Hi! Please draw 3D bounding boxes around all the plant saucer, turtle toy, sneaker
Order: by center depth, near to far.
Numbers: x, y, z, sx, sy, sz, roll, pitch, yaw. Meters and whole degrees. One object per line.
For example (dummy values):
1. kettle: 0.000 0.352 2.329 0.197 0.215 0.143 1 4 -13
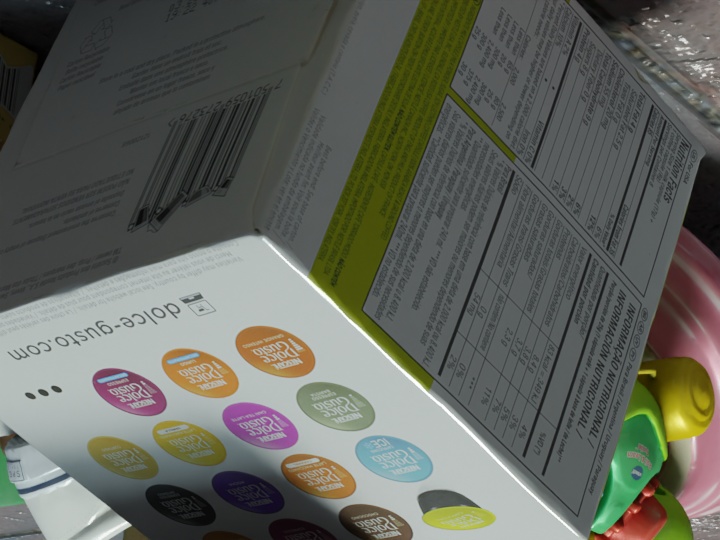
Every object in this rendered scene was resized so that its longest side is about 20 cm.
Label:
1. turtle toy: 0.085 0.092 1.164 0.145 0.101 0.200 -11 157 33
2. sneaker: -0.063 0.074 1.206 0.200 0.071 0.073 -22 -170 -6
3. plant saucer: 0.108 0.046 1.254 0.200 0.051 0.201 27 140 25

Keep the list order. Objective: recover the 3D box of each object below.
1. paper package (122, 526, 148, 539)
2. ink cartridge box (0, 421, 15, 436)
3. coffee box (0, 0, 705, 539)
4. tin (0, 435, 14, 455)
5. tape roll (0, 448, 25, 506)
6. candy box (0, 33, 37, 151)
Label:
1. paper package: -0.036 0.150 1.481 0.190 0.201 0.103 -9 153 32
2. ink cartridge box: -0.146 0.007 1.175 0.200 0.067 0.116 -12 111 46
3. coffee box: -0.015 -0.011 1.026 0.199 0.200 0.198 -15 133 41
4. tin: -0.094 0.072 1.337 0.199 0.042 0.112 -3 180 19
5. tape roll: -0.245 0.102 1.497 0.200 0.048 0.200 -2 -176 0
6. candy box: -0.252 -0.096 1.119 0.116 0.057 0.200 -15 152 38
